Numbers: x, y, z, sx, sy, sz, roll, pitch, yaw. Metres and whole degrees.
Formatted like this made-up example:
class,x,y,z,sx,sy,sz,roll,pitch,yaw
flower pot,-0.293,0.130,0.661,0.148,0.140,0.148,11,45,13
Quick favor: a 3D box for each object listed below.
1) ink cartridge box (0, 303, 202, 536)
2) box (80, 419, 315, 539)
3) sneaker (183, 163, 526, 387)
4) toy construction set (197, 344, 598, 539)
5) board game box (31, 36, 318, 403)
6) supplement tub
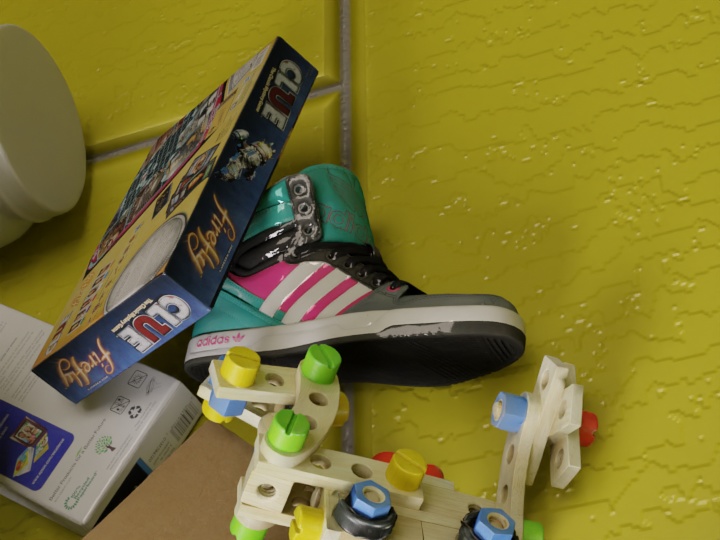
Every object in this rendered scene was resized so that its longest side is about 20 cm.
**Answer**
class,x,y,z,sx,sy,sz,roll,pitch,yaw
ink cartridge box,-0.194,0.082,0.991,0.199,0.039,0.100,20,68,35
box,-0.074,0.177,0.796,0.163,0.021,0.200,32,51,20
sneaker,0.000,0.000,0.925,0.199,0.084,0.122,-5,64,26
toy construction set,0.019,0.094,0.819,0.198,0.093,0.131,2,33,-6
board game box,-0.103,-0.030,0.960,0.135,0.035,0.201,-33,26,42
supplement tub,-0.293,-0.070,1.084,0.199,0.141,0.141,-15,51,17
